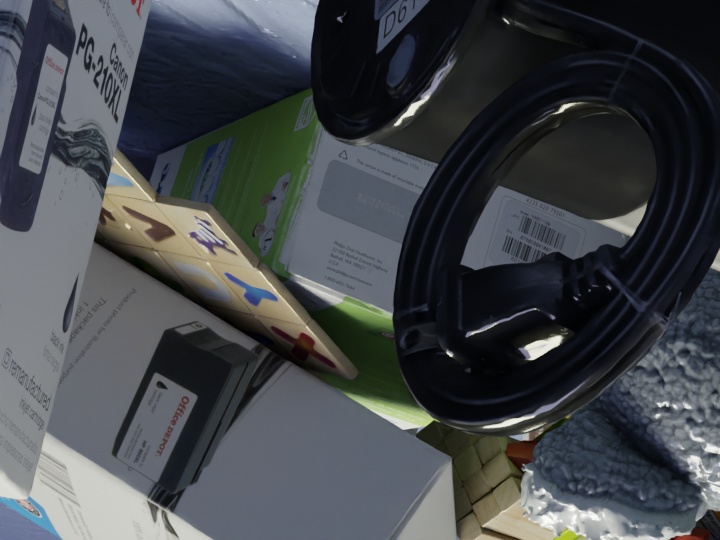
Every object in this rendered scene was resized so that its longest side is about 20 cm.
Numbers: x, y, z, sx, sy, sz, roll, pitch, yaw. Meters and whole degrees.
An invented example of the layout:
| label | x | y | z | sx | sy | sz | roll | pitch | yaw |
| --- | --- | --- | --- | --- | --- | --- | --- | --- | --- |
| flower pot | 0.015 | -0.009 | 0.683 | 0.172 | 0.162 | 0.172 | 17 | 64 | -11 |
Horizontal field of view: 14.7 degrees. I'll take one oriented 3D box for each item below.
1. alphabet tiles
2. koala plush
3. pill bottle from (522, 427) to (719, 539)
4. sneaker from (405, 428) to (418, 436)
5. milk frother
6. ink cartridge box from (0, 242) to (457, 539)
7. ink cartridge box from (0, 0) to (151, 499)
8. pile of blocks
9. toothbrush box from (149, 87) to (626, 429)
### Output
| label | x | y | z | sx | sy | sz | roll | pitch | yaw |
| --- | --- | --- | --- | --- | --- | --- | --- | --- | --- |
| alphabet tiles | -0.091 | -0.002 | 1.116 | 0.200 | 0.006 | 0.166 | 11 | 149 | 50 |
| koala plush | 0.169 | 0.053 | 1.035 | 0.200 | 0.177 | 0.184 | 24 | 170 | -1 |
| pill bottle | 0.166 | 0.075 | 1.241 | 0.109 | 0.109 | 0.200 | 22 | 164 | -27 |
| sneaker | -0.027 | 0.092 | 1.315 | 0.074 | 0.116 | 0.200 | 44 | -150 | 8 |
| milk frother | 0.098 | -0.026 | 0.726 | 0.188 | 0.200 | 0.180 | 20 | 162 | -22 |
| ink cartridge box | -0.063 | 0.084 | 1.129 | 0.200 | 0.084 | 0.145 | 31 | 160 | 17 |
| ink cartridge box | -0.138 | -0.042 | 0.907 | 0.084 | 0.200 | 0.145 | 10 | 166 | 9 |
| pile of blocks | 0.114 | 0.113 | 1.191 | 0.062 | 0.082 | 0.200 | -38 | 121 | 22 |
| toothbrush box | 0.000 | 0.000 | 1.163 | 0.146 | 0.086 | 0.200 | 22 | 164 | -19 |
